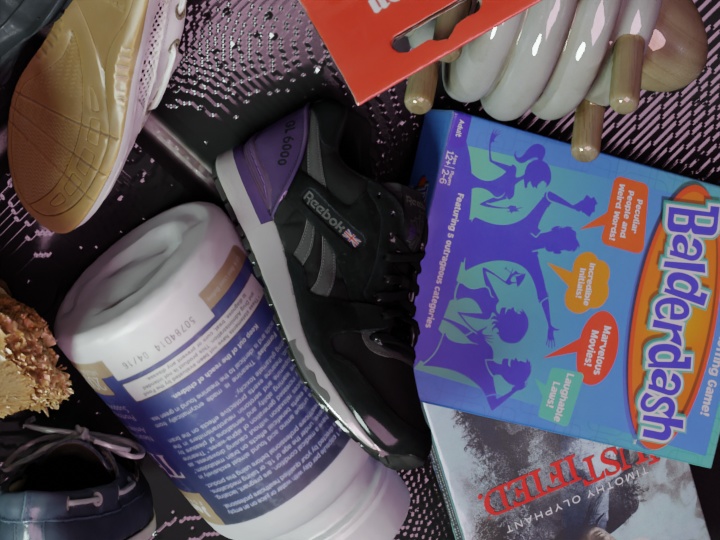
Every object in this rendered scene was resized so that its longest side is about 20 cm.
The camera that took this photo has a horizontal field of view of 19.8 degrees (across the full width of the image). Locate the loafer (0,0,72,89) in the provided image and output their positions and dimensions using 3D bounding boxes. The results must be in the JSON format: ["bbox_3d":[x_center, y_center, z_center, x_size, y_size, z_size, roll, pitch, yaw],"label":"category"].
[{"bbox_3d":[-0.177,-0.139,0.964,0.070,0.068,0.200,18,145,-25],"label":"loafer"}]

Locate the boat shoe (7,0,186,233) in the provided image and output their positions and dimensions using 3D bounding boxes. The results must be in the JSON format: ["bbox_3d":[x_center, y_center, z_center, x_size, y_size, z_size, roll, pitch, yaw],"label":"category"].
[{"bbox_3d":[-0.120,-0.107,1.032,0.071,0.069,0.201,37,126,17],"label":"boat shoe"}]

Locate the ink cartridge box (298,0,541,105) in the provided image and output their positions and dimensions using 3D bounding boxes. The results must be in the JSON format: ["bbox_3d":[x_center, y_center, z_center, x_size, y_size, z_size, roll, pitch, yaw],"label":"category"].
[{"bbox_3d":[-0.007,-0.190,0.970,0.109,0.050,0.201,-30,72,2],"label":"ink cartridge box"}]

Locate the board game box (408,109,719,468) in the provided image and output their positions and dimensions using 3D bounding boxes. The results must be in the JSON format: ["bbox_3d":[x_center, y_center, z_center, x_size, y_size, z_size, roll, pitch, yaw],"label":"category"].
[{"bbox_3d":[0.113,0.011,1.109,0.199,0.045,0.153,13,90,-20],"label":"board game box"}]

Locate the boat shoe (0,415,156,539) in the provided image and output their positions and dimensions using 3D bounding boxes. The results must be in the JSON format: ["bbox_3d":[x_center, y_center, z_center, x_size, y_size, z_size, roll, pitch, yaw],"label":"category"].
[{"bbox_3d":[-0.148,0.113,1.049,0.074,0.200,0.062,2,100,8],"label":"boat shoe"}]

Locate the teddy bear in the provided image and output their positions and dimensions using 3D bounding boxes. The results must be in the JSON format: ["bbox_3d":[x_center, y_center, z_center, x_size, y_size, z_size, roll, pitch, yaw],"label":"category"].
[{"bbox_3d":[-0.245,0.045,1.049,0.199,0.067,0.145,-27,121,29],"label":"teddy bear"}]

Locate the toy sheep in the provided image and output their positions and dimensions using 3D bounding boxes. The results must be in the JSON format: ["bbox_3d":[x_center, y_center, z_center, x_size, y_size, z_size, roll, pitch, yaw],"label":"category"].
[{"bbox_3d":[0.081,-0.136,1.029,0.199,0.138,0.138,18,107,-12],"label":"toy sheep"}]

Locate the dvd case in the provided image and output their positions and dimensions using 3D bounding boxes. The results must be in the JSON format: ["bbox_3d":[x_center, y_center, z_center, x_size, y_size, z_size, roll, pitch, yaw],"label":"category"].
[{"bbox_3d":[0.113,0.107,1.152,0.145,0.022,0.201,-20,102,-16],"label":"dvd case"}]

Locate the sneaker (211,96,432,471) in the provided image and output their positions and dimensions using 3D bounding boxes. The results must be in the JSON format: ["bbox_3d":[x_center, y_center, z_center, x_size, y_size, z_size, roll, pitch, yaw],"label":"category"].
[{"bbox_3d":[0.000,0.000,1.034,0.087,0.201,0.076,-32,157,13],"label":"sneaker"}]

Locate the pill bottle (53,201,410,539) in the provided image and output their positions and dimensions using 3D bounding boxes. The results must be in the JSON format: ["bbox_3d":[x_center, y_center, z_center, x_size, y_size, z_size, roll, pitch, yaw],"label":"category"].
[{"bbox_3d":[-0.062,0.071,1.091,0.111,0.111,0.200,-36,113,4],"label":"pill bottle"}]
